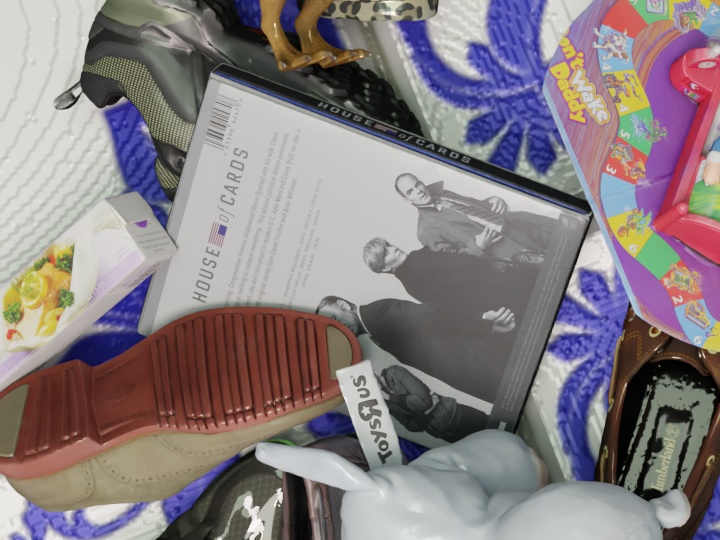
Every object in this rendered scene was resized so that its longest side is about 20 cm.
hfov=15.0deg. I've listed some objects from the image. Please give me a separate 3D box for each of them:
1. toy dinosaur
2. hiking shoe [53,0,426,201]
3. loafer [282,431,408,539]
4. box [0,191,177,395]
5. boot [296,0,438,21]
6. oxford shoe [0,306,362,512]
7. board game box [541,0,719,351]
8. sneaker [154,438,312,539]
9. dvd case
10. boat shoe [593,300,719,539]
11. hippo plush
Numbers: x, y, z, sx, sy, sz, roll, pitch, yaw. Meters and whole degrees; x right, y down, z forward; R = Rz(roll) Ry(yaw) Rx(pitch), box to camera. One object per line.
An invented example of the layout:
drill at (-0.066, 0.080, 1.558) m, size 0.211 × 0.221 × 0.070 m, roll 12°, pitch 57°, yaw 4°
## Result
toy dinosaur at (-0.038, -0.150, 1.348) m, size 0.060 × 0.200 × 0.107 m, roll -13°, pitch 89°, yaw -30°
hiking shoe at (-0.056, -0.073, 1.396) m, size 0.199 × 0.076 × 0.101 m, roll 31°, pitch 109°, yaw 9°
loafer at (-0.024, 0.176, 1.337) m, size 0.072 × 0.063 × 0.202 m, roll 18°, pitch 103°, yaw 49°
box at (-0.178, 0.035, 1.380) m, size 0.200 × 0.041 × 0.039 m, roll -39°, pitch 80°, yaw 22°
boot at (-0.040, -0.210, 1.393) m, size 0.203 × 0.073 × 0.155 m, roll 11°, pitch 111°, yaw 37°
oxford shoe at (-0.088, 0.073, 1.371) m, size 0.199 × 0.075 × 0.071 m, roll -13°, pitch 50°, yaw 13°
board game box at (0.182, -0.060, 1.325) m, size 0.157 × 0.039 × 0.201 m, roll -17°, pitch 79°, yaw -26°
sneaker at (-0.093, 0.167, 1.358) m, size 0.077 × 0.084 × 0.200 m, roll 44°, pitch 88°, yaw 9°
dvd case at (0.000, 0.000, 1.355) m, size 0.199 × 0.025 × 0.151 m, roll 21°, pitch 115°, yaw 6°
boat shoe at (0.159, 0.048, 1.342) m, size 0.070 × 0.070 × 0.202 m, roll 10°, pitch 84°, yaw 10°
hippo plush at (0.084, 0.130, 1.264) m, size 0.160 × 0.159 × 0.201 m, roll -3°, pitch 115°, yaw 39°
